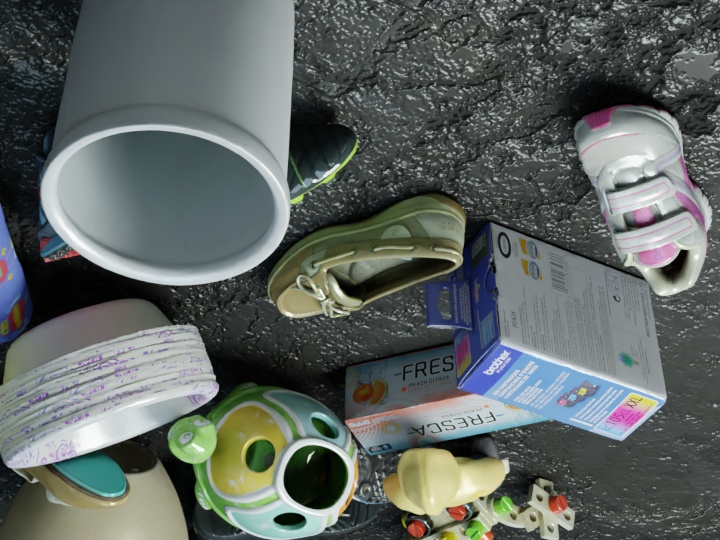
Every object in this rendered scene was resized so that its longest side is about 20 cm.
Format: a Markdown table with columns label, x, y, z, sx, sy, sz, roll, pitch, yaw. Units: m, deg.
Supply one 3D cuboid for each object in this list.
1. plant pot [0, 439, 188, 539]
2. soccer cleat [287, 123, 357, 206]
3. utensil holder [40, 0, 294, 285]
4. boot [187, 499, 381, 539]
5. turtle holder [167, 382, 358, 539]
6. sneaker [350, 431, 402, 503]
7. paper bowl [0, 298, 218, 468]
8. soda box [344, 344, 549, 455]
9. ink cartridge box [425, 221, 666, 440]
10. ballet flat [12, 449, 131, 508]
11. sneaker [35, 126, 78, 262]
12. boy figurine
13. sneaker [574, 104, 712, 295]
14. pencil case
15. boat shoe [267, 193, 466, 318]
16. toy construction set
| label | x | y | z | sx | sy | sz | roll | pitch | yaw |
| --- | --- | --- | --- | --- | --- | --- | --- | --- | --- |
| plant pot | -0.256 | 0.242 | 1.773 | 0.199 | 0.200 | 0.135 | 11 | 106 | -11 |
| soccer cleat | -0.100 | -0.086 | 1.425 | 0.199 | 0.068 | 0.081 | -15 | 126 | 21 |
| utensil holder | -0.130 | -0.119 | 1.270 | 0.169 | 0.201 | 0.171 | 1 | 142 | 1 |
| boot | -0.090 | 0.263 | 1.862 | 0.199 | 0.077 | 0.168 | -7 | 158 | -16 |
| turtle holder | -0.082 | 0.167 | 1.645 | 0.186 | 0.141 | 0.132 | 51 | 161 | -22 |
| sneaker | -0.044 | 0.189 | 1.779 | 0.199 | 0.072 | 0.072 | 12 | 173 | -21 |
| paper bowl | -0.233 | 0.094 | 1.584 | 0.199 | 0.105 | 0.201 | -19 | 170 | -3 |
| soda box | 0.087 | 0.112 | 1.666 | 0.199 | 0.064 | 0.068 | -12 | 140 | 19 |
| ink cartridge box | 0.152 | 0.047 | 1.520 | 0.199 | 0.137 | 0.076 | 21 | 133 | -22 |
| ballet flat | -0.289 | 0.182 | 1.695 | 0.068 | 0.200 | 0.063 | -13 | 128 | -45 |
| sneaker | -0.222 | -0.070 | 1.447 | 0.079 | 0.096 | 0.200 | -15 | 172 | -23 |
| boy figurine | 0.074 | 0.194 | 1.691 | 0.123 | 0.065 | 0.200 | -10 | 174 | 18 |
| sneaker | 0.232 | -0.053 | 1.427 | 0.081 | 0.089 | 0.200 | -19 | 137 | 25 |
| pencil case | -0.332 | -0.019 | 1.508 | 0.078 | 0.087 | 0.201 | -35 | 149 | -23 |
| boat shoe | 0.002 | 0.001 | 1.527 | 0.200 | 0.063 | 0.073 | -21 | 136 | 27 |
| toy construction set | 0.118 | 0.273 | 1.847 | 0.200 | 0.092 | 0.131 | -35 | 105 | 28 |
